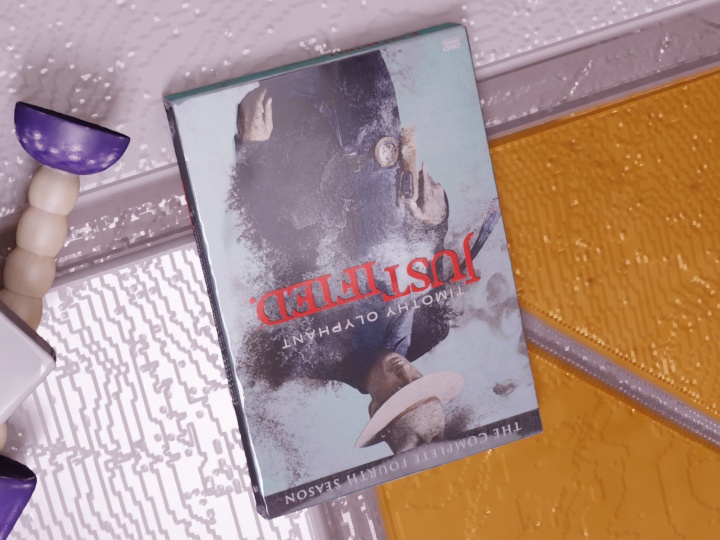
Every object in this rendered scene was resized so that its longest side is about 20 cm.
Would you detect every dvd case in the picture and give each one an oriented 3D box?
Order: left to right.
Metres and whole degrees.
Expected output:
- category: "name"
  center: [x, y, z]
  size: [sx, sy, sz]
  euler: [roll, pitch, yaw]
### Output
- category: "dvd case"
  center: [0.000, 0.000, 0.977]
  size: [0.146, 0.022, 0.200]
  euler: [-15, 106, -17]

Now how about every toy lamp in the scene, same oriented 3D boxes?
- category: "toy lamp"
  center: [-0.149, 0.032, 0.910]
  size: [0.058, 0.058, 0.200]
  euler: [16, 96, -22]

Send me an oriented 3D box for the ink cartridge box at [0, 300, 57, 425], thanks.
- category: "ink cartridge box"
  center: [-0.252, 0.032, 0.851]
  size: [0.200, 0.044, 0.174]
  euler: [43, 88, -8]
